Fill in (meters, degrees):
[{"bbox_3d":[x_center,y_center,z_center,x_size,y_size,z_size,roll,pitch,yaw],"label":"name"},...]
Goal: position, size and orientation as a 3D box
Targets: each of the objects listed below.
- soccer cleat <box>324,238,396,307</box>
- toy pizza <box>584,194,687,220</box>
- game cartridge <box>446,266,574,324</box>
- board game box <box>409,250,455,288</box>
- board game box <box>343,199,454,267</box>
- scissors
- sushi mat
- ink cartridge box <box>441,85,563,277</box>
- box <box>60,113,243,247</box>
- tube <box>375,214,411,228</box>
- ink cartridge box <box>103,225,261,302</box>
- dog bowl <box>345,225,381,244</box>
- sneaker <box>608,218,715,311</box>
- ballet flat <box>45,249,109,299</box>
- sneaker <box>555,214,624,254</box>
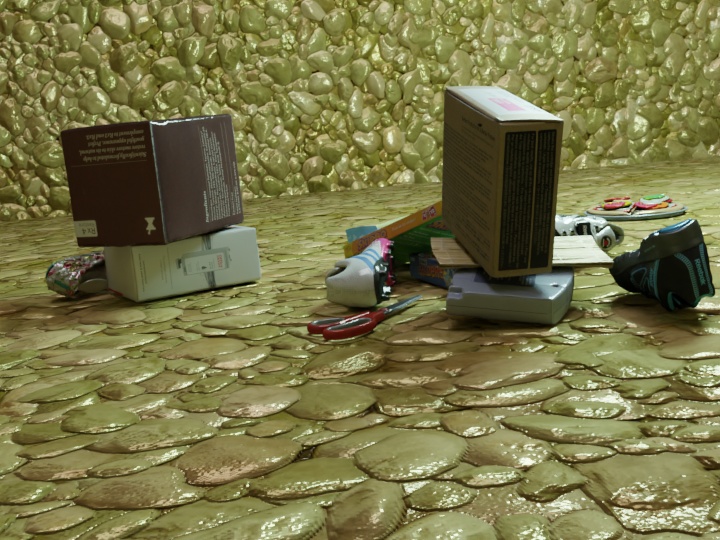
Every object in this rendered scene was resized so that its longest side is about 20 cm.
[{"bbox_3d":[0.000,0.000,1.164,0.085,0.071,0.200,-3,10,7],"label":"soccer cleat"},{"bbox_3d":[0.545,-0.127,1.793,0.197,0.032,0.200,-5,9,1],"label":"toy pizza"},{"bbox_3d":[0.175,0.008,1.022,0.131,0.042,0.200,1,20,15],"label":"game cartridge"},{"bbox_3d":[0.166,-0.004,1.211,0.133,0.035,0.200,-9,11,-21],"label":"board game box"},{"bbox_3d":[0.081,-0.049,1.264,0.198,0.030,0.095,-21,-24,30],"label":"board game box"},{"bbox_3d":[0.025,0.052,1.026,0.198,0.014,0.073,-12,9,-41],"label":"scissors"},{"bbox_3d":[0.179,-0.021,1.032,0.196,0.012,0.096,-1,22,0],"label":"sushi mat"},{"bbox_3d":[0.150,-0.105,0.999,0.074,0.167,0.200,-3,22,-10],"label":"ink cartridge box"},{"bbox_3d":[-0.293,-0.132,1.301,0.163,0.167,0.199,0,11,26],"label":"box"},{"bbox_3d":[0.108,-0.088,1.744,0.197,0.053,0.058,-4,-33,29],"label":"tube"},{"bbox_3d":[-0.269,-0.016,1.361,0.198,0.084,0.146,-11,11,-31],"label":"ink cartridge box"},{"bbox_3d":[0.073,-0.040,1.386,0.197,0.050,0.111,-1,-4,17],"label":"dog bowl"},{"bbox_3d":[0.321,0.010,0.970,0.072,0.083,0.200,-20,-10,1],"label":"sneaker"},{"bbox_3d":[-0.402,0.005,1.410,0.063,0.076,0.199,32,28,18],"label":"ballet flat"},{"bbox_3d":[0.311,-0.047,1.282,0.088,0.075,0.199,1,11,40],"label":"sneaker"}]
